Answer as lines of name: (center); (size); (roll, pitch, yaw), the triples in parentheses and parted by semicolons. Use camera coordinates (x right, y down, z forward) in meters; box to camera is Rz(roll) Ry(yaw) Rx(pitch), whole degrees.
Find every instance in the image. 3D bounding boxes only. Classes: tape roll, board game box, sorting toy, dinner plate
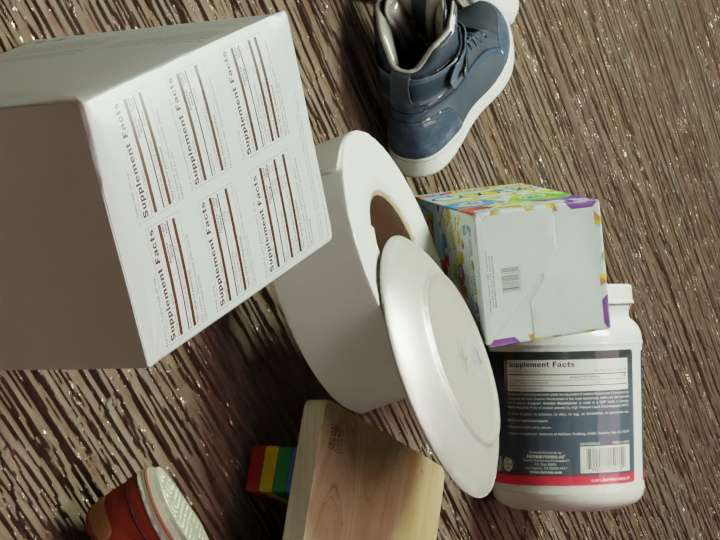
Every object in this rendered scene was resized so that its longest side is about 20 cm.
tape roll: (0.000, 0.000, 1.378); (0.203, 0.071, 0.203); (55, 23, -39)
board game box: (0.118, -0.009, 1.510); (0.200, 0.103, 0.105); (-152, -125, -76)
sorting toy: (-0.022, 0.220, 1.393); (0.199, 0.069, 0.200); (36, 57, -54)
dinner plate: (0.066, 0.066, 1.352); (0.200, 0.024, 0.201); (-19, 90, -74)

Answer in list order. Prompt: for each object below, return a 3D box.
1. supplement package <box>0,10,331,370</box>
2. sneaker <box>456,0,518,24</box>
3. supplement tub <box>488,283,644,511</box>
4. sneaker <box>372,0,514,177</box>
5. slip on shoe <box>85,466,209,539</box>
supplement package: (-0.155, -0.046, 1.049); (0.200, 0.191, 0.147); (-36, 119, -55)
sneaker: (0.115, -0.301, 1.630); (0.075, 0.099, 0.200); (-61, 140, -45)
supplement tub: (0.187, 0.114, 1.693); (0.140, 0.140, 0.200); (1, 88, -60)
sneaker: (0.072, -0.196, 1.549); (0.146, 0.077, 0.202); (77, 30, -44)
slip on shoe: (-0.127, 0.200, 1.227); (0.200, 0.061, 0.074); (69, 0, -51)
